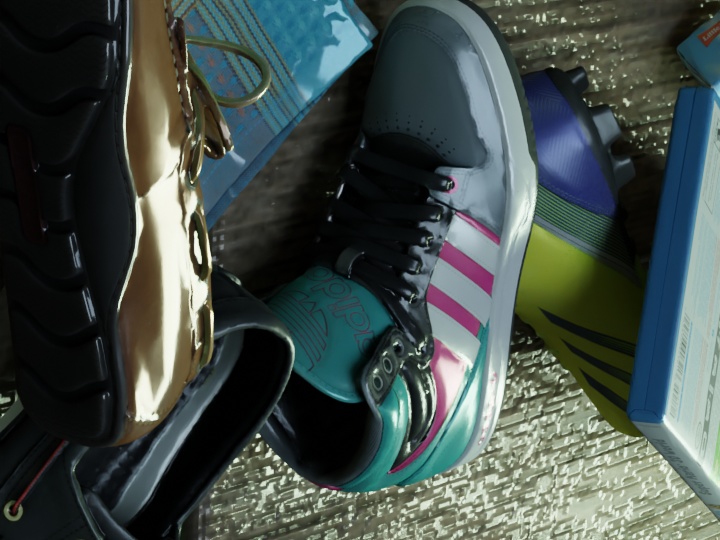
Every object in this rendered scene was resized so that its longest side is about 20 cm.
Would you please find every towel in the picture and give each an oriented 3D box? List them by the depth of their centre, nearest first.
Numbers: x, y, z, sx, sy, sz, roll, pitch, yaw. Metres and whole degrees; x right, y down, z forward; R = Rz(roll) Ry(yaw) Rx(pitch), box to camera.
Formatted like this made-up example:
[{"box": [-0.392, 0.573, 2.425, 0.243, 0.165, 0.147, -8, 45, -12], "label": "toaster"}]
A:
[{"box": [-0.078, -0.105, 0.860, 0.147, 0.022, 0.200, -49, 133, -22], "label": "towel"}]

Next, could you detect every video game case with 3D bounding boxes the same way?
[{"box": [0.157, 0.023, 1.075, 0.200, 0.018, 0.143, 43, 54, -63], "label": "video game case"}]

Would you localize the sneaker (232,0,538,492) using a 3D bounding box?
[{"box": [0.000, 0.000, 0.937, 0.121, 0.084, 0.200, -24, 122, -49], "label": "sneaker"}]

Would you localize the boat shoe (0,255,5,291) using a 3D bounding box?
[{"box": [-0.181, -0.002, 0.756, 0.200, 0.073, 0.065, -13, 108, -42], "label": "boat shoe"}]

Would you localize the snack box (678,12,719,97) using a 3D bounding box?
[{"box": [0.250, -0.124, 1.104, 0.200, 0.037, 0.116, -40, 134, 7], "label": "snack box"}]

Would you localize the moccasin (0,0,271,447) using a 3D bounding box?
[{"box": [-0.075, -0.044, 0.773, 0.078, 0.074, 0.202, -36, 127, -47], "label": "moccasin"}]

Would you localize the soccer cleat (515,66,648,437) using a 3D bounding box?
[{"box": [0.083, 0.000, 1.045, 0.084, 0.065, 0.200, -24, 130, -3], "label": "soccer cleat"}]

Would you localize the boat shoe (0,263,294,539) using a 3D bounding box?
[{"box": [-0.101, 0.085, 0.866, 0.201, 0.063, 0.074, -53, 138, -2], "label": "boat shoe"}]
